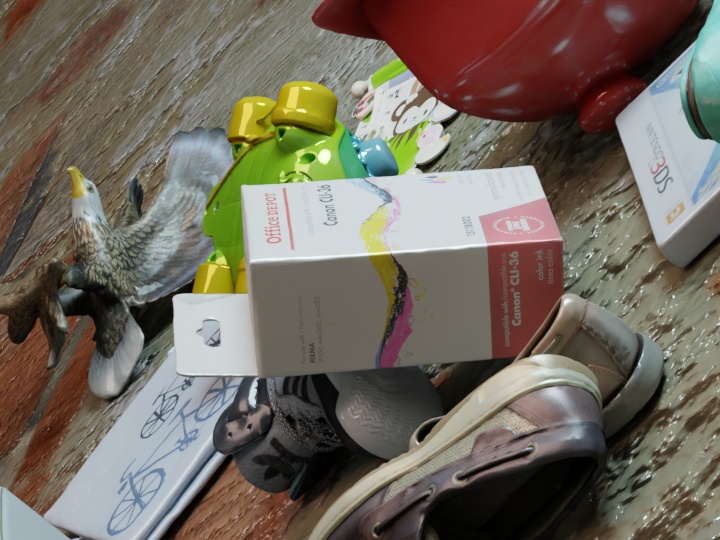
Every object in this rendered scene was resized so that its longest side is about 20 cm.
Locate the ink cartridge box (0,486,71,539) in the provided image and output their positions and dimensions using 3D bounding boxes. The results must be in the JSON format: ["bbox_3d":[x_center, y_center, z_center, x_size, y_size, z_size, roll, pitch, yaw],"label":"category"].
[{"bbox_3d":[-0.206,0.242,1.526,0.200,0.146,0.084,-47,19,9],"label":"ink cartridge box"}]

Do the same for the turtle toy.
[{"bbox_3d":[-0.040,-0.032,1.765,0.200,0.101,0.146,-10,66,67],"label":"turtle toy"}]

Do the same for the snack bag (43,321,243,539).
[{"bbox_3d":[-0.121,0.106,1.811,0.189,0.021,0.200,-53,18,-14],"label":"snack bag"}]

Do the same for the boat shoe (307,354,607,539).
[{"bbox_3d":[0.039,0.122,1.307,0.200,0.072,0.065,-44,31,22],"label":"boat shoe"}]

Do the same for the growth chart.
[{"bbox_3d":[0.022,-0.094,1.890,0.145,0.018,0.200,-34,24,38],"label":"growth chart"}]

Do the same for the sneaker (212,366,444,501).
[{"bbox_3d":[-0.020,0.083,1.539,0.114,0.075,0.200,-51,16,11],"label":"sneaker"}]

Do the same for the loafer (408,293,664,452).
[{"bbox_3d":[0.056,0.082,1.363,0.200,0.063,0.072,-40,20,25],"label":"loafer"}]

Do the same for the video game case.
[{"bbox_3d":[0.216,-0.108,1.442,0.200,0.022,0.182,-44,18,15],"label":"video game case"}]

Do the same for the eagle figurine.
[{"bbox_3d":[-0.172,-0.013,2.063,0.152,0.151,0.200,24,32,32],"label":"eagle figurine"}]

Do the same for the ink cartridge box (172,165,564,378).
[{"bbox_3d":[0.000,0.000,1.470,0.200,0.068,0.116,-5,21,-3],"label":"ink cartridge box"}]

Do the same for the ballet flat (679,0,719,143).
[{"bbox_3d":[0.207,-0.133,1.397,0.070,0.067,0.200,-12,35,24],"label":"ballet flat"}]

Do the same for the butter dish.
[{"bbox_3d":[0.112,-0.145,1.590,0.199,0.148,0.200,-38,-21,30],"label":"butter dish"}]
